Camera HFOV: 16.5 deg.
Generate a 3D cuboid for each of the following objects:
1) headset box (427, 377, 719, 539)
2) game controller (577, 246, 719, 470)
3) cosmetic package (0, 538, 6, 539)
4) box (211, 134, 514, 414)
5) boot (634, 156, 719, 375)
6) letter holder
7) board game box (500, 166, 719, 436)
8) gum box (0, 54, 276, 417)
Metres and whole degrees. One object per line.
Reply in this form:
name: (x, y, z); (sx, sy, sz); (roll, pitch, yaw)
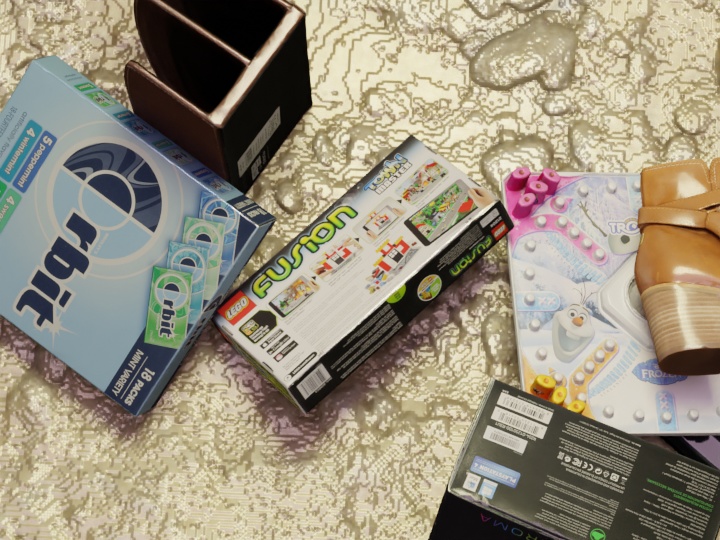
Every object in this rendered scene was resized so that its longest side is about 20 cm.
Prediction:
headset box: (0.135, 0.182, 1.663); (0.174, 0.200, 0.093); (23, 61, 4)
game controller: (0.237, 0.071, 1.772); (0.200, 0.042, 0.104); (42, 65, 8)
cosmetic package: (-0.259, 0.290, 1.630); (0.167, 0.166, 0.200); (16, 67, 5)
box: (0.000, 0.000, 1.756); (0.200, 0.035, 0.110); (-41, 45, -9)
boot: (0.289, -0.006, 1.727); (0.200, 0.074, 0.155); (3, 61, -12)
letter holder: (-0.120, -0.146, 1.734); (0.142, 0.200, 0.101); (34, 79, 8)
board game box: (0.206, 0.018, 1.753); (0.200, 0.026, 0.200); (0, 67, -10)
gum box: (-0.187, -0.024, 1.747); (0.200, 0.045, 0.170); (36, 107, 7)
